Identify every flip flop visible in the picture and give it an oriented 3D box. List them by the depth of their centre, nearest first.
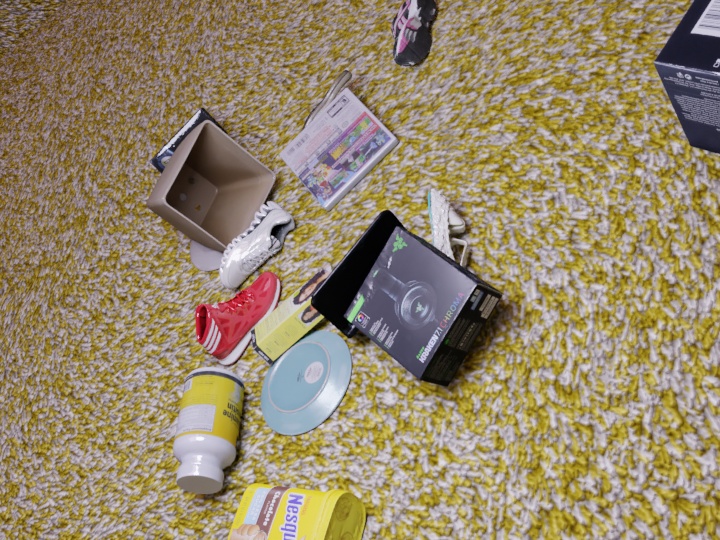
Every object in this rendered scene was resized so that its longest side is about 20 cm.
[{"bbox_3d":[-0.072,-0.331,1.973,0.201,0.057,0.081,-54,11,7],"label":"flip flop"}]

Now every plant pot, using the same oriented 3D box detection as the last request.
[{"bbox_3d":[-0.333,-0.163,1.942,0.176,0.199,0.202,-4,55,51],"label":"plant pot"}]

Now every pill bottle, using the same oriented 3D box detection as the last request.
[{"bbox_3d":[-0.269,0.281,1.635,0.111,0.112,0.203,-18,50,28],"label":"pill bottle"}]

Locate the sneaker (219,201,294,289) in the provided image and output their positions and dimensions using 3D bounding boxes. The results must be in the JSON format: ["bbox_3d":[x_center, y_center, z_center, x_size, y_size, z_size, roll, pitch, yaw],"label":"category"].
[{"bbox_3d":[-0.208,-0.045,1.868,0.081,0.075,0.201,29,80,38],"label":"sneaker"}]

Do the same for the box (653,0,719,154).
[{"bbox_3d":[0.545,-0.301,1.342,0.117,0.200,0.198,26,76,46],"label":"box"}]

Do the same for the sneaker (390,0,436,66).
[{"bbox_3d":[0.101,-0.502,1.967,0.086,0.080,0.202,-19,40,43],"label":"sneaker"}]

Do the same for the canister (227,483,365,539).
[{"bbox_3d":[-0.104,0.407,1.426,0.198,0.086,0.150,-5,56,39],"label":"canister"}]

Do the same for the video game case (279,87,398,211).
[{"bbox_3d":[-0.046,-0.247,1.884,0.200,0.023,0.183,-43,59,4],"label":"video game case"}]

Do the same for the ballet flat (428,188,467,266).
[{"bbox_3d":[0.151,-0.052,1.588,0.071,0.072,0.203,-18,55,28],"label":"ballet flat"}]

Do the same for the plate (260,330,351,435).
[{"bbox_3d":[-0.103,0.191,1.633,0.198,0.026,0.202,-23,47,26],"label":"plate"}]

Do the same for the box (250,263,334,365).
[{"bbox_3d":[-0.112,0.078,1.694,0.200,0.050,0.075,-42,23,7],"label":"box"}]

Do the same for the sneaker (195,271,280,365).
[{"bbox_3d":[-0.236,0.071,1.765,0.078,0.115,0.202,13,68,44],"label":"sneaker"}]

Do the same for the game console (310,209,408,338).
[{"bbox_3d":[0.000,0.000,1.580,0.201,0.116,0.176,-49,14,-3],"label":"game console"}]

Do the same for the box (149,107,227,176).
[{"bbox_3d":[-0.387,-0.282,2.116,0.164,0.086,0.200,-45,13,2],"label":"box"}]

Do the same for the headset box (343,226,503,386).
[{"bbox_3d":[0.093,0.052,1.473,0.199,0.092,0.176,38,100,37],"label":"headset box"}]

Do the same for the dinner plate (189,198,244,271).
[{"bbox_3d":[-0.298,-0.090,2.008,0.198,0.024,0.203,-21,49,26],"label":"dinner plate"}]
